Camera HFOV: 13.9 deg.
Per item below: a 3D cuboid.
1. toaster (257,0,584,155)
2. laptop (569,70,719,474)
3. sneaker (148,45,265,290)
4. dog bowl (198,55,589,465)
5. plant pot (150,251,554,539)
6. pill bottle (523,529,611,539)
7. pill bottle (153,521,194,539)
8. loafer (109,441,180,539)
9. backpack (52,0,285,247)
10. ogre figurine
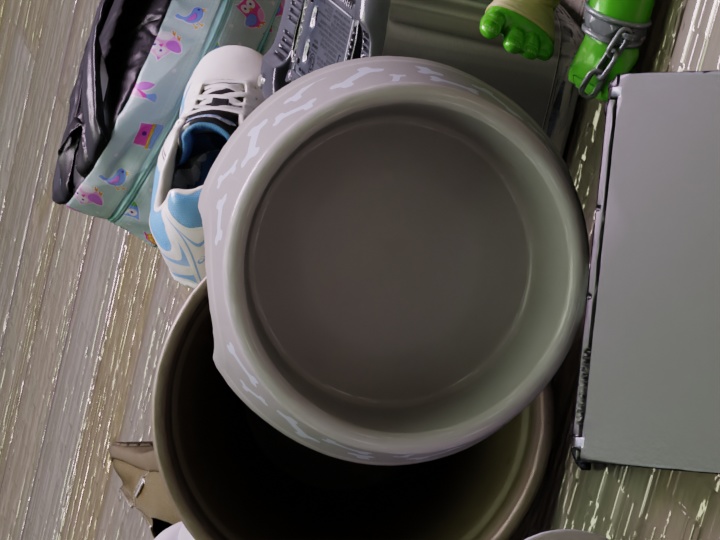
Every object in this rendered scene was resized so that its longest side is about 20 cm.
[{"bbox_3d":[0.033,-0.109,1.546,0.200,0.129,0.114,-135,55,-67],"label":"toaster"},{"bbox_3d":[0.154,0.006,1.340,0.200,0.103,0.178,47,-130,-82],"label":"laptop"},{"bbox_3d":[-0.072,-0.069,1.592,0.200,0.072,0.073,-85,-7,-54],"label":"sneaker"},{"bbox_3d":[0.019,-0.002,1.416,0.059,0.200,0.200,-152,71,-81],"label":"dog bowl"},{"bbox_3d":[-0.008,0.069,1.541,0.174,0.200,0.200,-162,80,-86],"label":"plant pot"},{"bbox_3d":[0.061,0.195,1.367,0.200,0.114,0.114,134,140,-60],"label":"pill bottle"},{"bbox_3d":[-0.096,0.228,1.805,0.109,0.109,0.200,-103,29,-46],"label":"pill bottle"},{"bbox_3d":[-0.121,0.146,1.956,0.200,0.076,0.068,169,99,-76],"label":"loafer"},{"bbox_3d":[-0.104,-0.112,1.744,0.167,0.126,0.200,123,166,-58],"label":"backpack"},{"bbox_3d":[0.090,-0.189,1.461,0.120,0.098,0.200,-57,37,30],"label":"ogre figurine"}]
